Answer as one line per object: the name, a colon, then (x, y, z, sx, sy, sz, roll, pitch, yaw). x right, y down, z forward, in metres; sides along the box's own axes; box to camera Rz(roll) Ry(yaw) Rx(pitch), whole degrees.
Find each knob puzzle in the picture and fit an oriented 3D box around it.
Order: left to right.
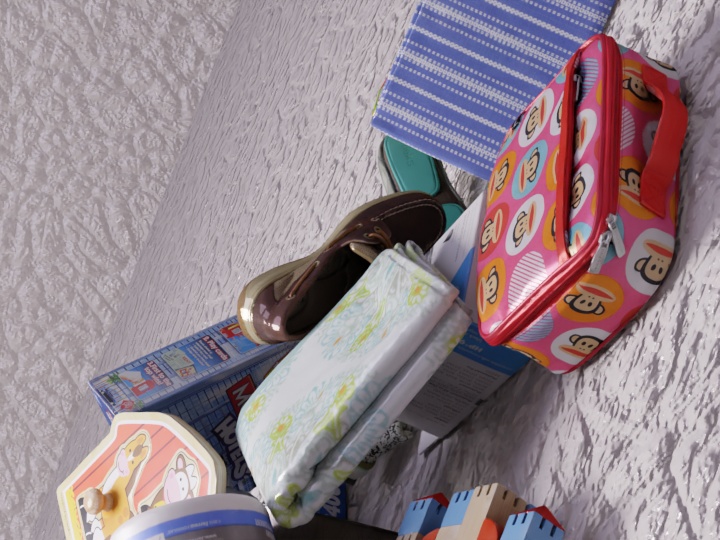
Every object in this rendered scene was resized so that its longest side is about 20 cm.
knob puzzle: (-0.167, 0.194, 1.376, 0.219, 0.030, 0.222, -15, 71, 48)

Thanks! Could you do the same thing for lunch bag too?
lunch bag: (0.152, -0.050, 1.201, 0.176, 0.081, 0.201, -47, 26, 45)

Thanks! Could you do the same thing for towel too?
towel: (-0.009, 0.073, 1.292, 0.200, 0.048, 0.171, -51, 15, 2)
towel: (0.107, -0.176, 1.434, 0.201, 0.144, 0.024, -67, -11, 5)

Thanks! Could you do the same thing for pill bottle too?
pill bottle: (-0.093, 0.258, 1.195, 0.114, 0.113, 0.201, -49, 49, 51)

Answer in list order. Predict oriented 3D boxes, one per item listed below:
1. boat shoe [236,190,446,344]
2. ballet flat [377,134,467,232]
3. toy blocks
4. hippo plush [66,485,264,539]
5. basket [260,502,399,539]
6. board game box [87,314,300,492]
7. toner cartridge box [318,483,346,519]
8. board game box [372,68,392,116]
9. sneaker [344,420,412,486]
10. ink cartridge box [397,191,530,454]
boat shoe: (0.000, 0.000, 1.418, 0.199, 0.073, 0.072, -28, 20, -30)
ballet flat: (0.060, -0.041, 1.553, 0.064, 0.067, 0.201, 73, -178, -47)
toy blocks: (0.069, 0.195, 1.128, 0.200, 0.100, 0.137, -22, 38, 56)
hippo plush: (-0.132, 0.265, 1.489, 0.160, 0.199, 0.162, -59, 40, 42)
basket: (-0.042, 0.278, 1.303, 0.179, 0.136, 0.202, 5, 76, 39)
board game box: (-0.104, 0.117, 1.553, 0.199, 0.201, 0.062, -35, 46, -15)
toner cartridge box: (-0.050, 0.261, 1.540, 0.201, 0.043, 0.095, -91, 26, -56)
board game box: (0.100, -0.191, 1.529, 0.201, 0.101, 0.048, -58, 9, 35)
sneaker: (0.025, 0.086, 1.524, 0.088, 0.077, 0.201, -20, 39, 28)
ink cartridge box: (0.067, 0.045, 1.380, 0.200, 0.066, 0.117, -49, 23, 52)
